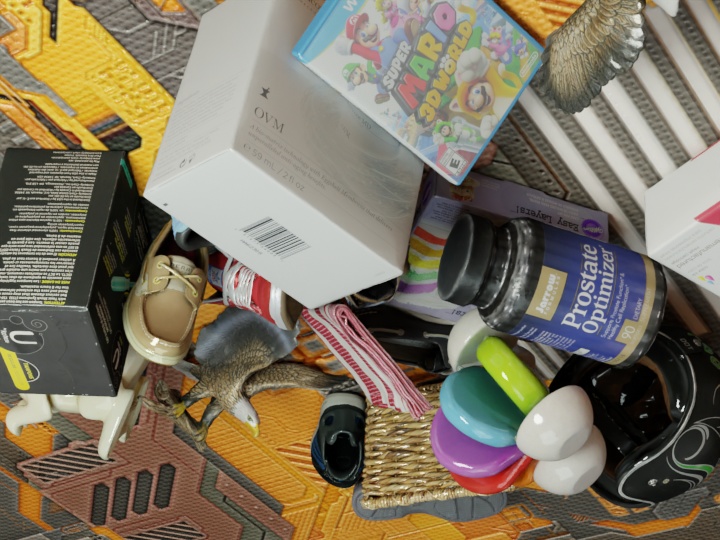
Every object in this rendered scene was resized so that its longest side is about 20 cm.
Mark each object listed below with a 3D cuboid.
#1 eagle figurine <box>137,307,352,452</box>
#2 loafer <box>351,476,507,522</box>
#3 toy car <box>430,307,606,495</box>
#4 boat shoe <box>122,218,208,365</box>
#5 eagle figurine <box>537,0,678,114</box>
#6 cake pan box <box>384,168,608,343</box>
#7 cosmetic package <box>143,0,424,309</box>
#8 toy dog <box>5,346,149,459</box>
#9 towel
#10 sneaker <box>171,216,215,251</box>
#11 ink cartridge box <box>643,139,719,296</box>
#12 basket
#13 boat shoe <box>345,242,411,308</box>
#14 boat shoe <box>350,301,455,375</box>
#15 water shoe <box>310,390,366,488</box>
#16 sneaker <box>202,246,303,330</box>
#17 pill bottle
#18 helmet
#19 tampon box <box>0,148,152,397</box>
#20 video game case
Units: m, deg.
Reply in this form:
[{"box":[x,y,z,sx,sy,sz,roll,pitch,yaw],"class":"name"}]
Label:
[{"box":[-0.130,0.122,1.627,0.200,0.151,0.152,-37,175,5],"class":"eagle figurine"},{"box":[0.087,0.279,1.837,0.198,0.063,0.072,-2,112,0],"class":"loafer"},{"box":[0.140,0.149,1.423,0.150,0.175,0.200,-37,146,-4],"class":"toy car"},{"box":[-0.189,0.012,1.417,0.074,0.201,0.067,18,123,-17],"class":"boat shoe"},{"box":[0.181,-0.225,1.118,0.199,0.153,0.151,-26,153,27],"class":"eagle figurine"},{"box":[0.132,-0.013,1.459,0.199,0.053,0.184,16,142,-14],"class":"cake pan box"},{"box":[-0.052,-0.111,1.228,0.123,0.201,0.199,-22,135,41],"class":"cosmetic package"},{"box":[-0.336,0.097,1.578,0.199,0.140,0.195,20,104,0],"class":"toy dog"},{"box":[-0.003,0.091,1.500,0.144,0.023,0.200,50,169,-8],"class":"towel"},{"box":[-0.092,-0.045,1.410,0.198,0.090,0.079,-3,135,9],"class":"sneaker"},{"box":[0.392,-0.037,1.366,0.199,0.086,0.148,27,137,-23],"class":"ink cartridge box"},{"box":[0.113,0.223,1.667,0.199,0.150,0.143,-12,146,23],"class":"basket"},{"box":[0.000,0.000,1.424,0.072,0.073,0.200,-13,170,-15],"class":"boat shoe"},{"box":[0.080,0.084,1.578,0.199,0.061,0.074,21,138,-19],"class":"boat shoe"},{"box":[-0.030,0.229,1.759,0.071,0.079,0.201,4,142,3],"class":"water shoe"},{"box":[-0.112,0.013,1.444,0.112,0.072,0.200,11,-178,1],"class":"sneaker"},{"box":[0.179,0.014,1.358,0.199,0.112,0.112,16,141,-14],"class":"pill bottle"},{"box":[0.305,0.155,1.534,0.199,0.201,0.191,-12,158,22],"class":"helmet"},{"box":[-0.295,0.002,1.411,0.125,0.201,0.150,1,141,6],"class":"tampon box"},{"box":[0.054,-0.183,1.204,0.200,0.018,0.144,35,89,-32],"class":"video game case"}]
